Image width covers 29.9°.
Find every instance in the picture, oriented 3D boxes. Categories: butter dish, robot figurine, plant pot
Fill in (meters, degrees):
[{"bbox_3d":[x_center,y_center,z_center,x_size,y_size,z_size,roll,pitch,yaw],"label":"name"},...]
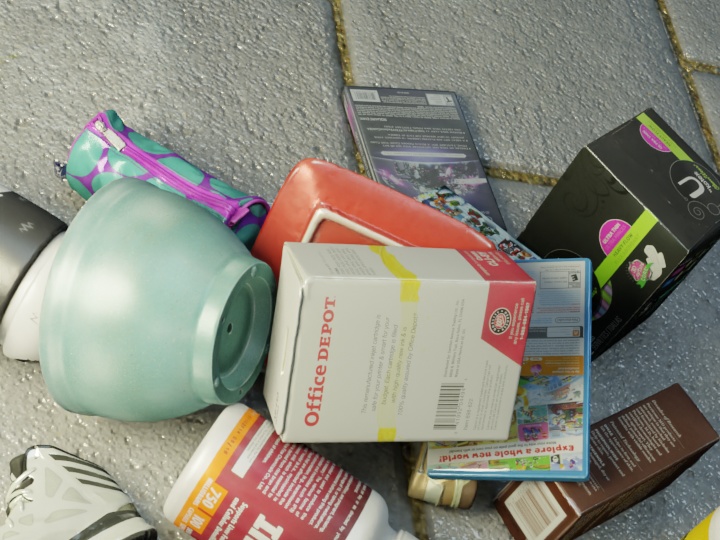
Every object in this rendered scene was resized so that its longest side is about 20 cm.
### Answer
[{"bbox_3d":[0.000,0.000,1.226,0.198,0.201,0.148,24,22,-6],"label":"butter dish"},{"bbox_3d":[-0.314,-0.006,1.134,0.199,0.125,0.151,31,71,-1],"label":"robot figurine"},{"bbox_3d":[-0.150,0.036,1.098,0.133,0.201,0.201,14,44,20],"label":"plant pot"}]

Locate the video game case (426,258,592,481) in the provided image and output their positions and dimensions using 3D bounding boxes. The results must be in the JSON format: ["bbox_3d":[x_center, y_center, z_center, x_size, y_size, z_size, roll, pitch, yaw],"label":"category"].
[{"bbox_3d":[0.134,0.087,1.204,0.142,0.018,0.202,-1,69,15],"label":"video game case"}]

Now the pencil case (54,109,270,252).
[{"bbox_3d":[-0.180,-0.070,1.239,0.199,0.093,0.085,30,60,19],"label":"pencil case"}]

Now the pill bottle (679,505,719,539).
[{"bbox_3d":[0.336,0.264,1.178,0.110,0.200,0.112,13,50,-16],"label":"pill bottle"}]

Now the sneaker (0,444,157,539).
[{"bbox_3d":[-0.266,0.206,1.036,0.200,0.076,0.115,-16,54,-43],"label":"sneaker"}]

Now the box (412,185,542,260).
[{"bbox_3d":[0.109,0.000,1.321,0.200,0.040,0.136,39,39,24],"label":"box"}]

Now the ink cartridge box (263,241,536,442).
[{"bbox_3d":[0.029,0.059,1.105,0.198,0.146,0.083,2,22,-18],"label":"ink cartridge box"}]

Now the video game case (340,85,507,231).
[{"bbox_3d":[0.068,-0.120,1.473,0.142,0.019,0.201,0,56,-25],"label":"video game case"}]

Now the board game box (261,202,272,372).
[{"bbox_3d":[-0.087,0.007,1.295,0.198,0.026,0.201,7,52,-20],"label":"board game box"}]

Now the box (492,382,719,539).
[{"bbox_3d":[0.230,0.186,1.257,0.199,0.100,0.075,-17,63,-35],"label":"box"}]

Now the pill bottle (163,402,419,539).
[{"bbox_3d":[-0.051,0.205,1.098,0.199,0.113,0.113,33,47,2],"label":"pill bottle"}]

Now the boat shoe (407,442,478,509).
[{"bbox_3d":[0.072,0.124,1.256,0.075,0.072,0.201,6,49,-1],"label":"boat shoe"}]

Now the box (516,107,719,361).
[{"bbox_3d":[0.265,-0.035,1.377,0.124,0.200,0.149,-30,71,-39],"label":"box"}]
